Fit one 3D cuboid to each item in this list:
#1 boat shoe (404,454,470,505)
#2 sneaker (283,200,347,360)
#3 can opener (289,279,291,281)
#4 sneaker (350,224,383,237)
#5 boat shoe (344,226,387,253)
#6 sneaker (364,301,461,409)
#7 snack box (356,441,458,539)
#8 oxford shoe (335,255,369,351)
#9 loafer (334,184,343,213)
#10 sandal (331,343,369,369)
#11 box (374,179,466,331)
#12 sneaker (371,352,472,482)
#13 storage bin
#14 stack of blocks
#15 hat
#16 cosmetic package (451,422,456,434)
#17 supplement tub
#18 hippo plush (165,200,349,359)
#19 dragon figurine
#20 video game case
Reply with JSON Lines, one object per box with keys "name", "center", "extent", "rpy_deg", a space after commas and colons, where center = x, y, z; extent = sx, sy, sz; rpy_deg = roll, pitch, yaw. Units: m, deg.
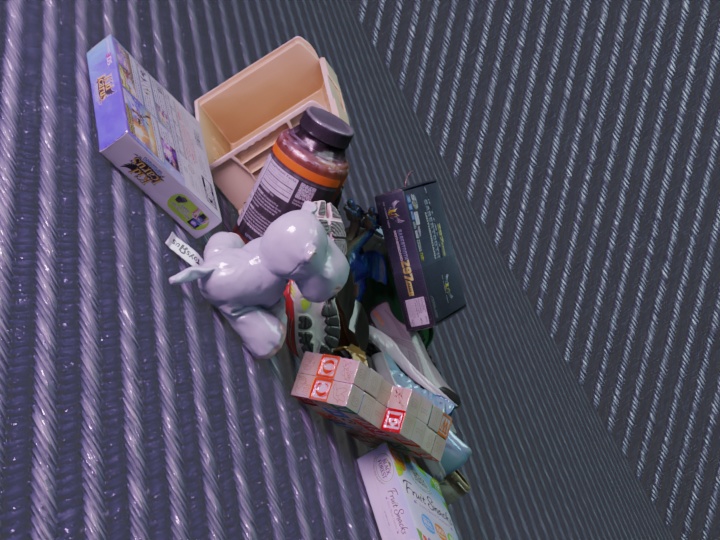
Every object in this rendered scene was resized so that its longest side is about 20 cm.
{"name": "boat shoe", "center": [0.092, 0.243, 1.764], "extent": [0.202, 0.062, 0.073], "rpy_deg": [63, 16, 23]}
{"name": "sneaker", "center": [-0.070, 0.012, 1.559], "extent": [0.076, 0.085, 0.203], "rpy_deg": [7, 86, -28]}
{"name": "can opener", "center": [-0.098, -0.043, 1.744], "extent": [0.200, 0.078, 0.063], "rpy_deg": [51, 2, 28]}
{"name": "sneaker", "center": [0.045, 0.007, 2.091], "extent": [0.204, 0.076, 0.146], "rpy_deg": [57, 11, -9]}
{"name": "boat shoe", "center": [0.050, -0.008, 2.014], "extent": [0.199, 0.075, 0.074], "rpy_deg": [30, -16, 24]}
{"name": "sneaker", "center": [0.078, 0.127, 1.793], "extent": [0.200, 0.080, 0.074], "rpy_deg": [45, -20, -11]}
{"name": "snack box", "center": [0.074, 0.330, 1.535], "extent": [0.142, 0.053, 0.201], "rpy_deg": [45, 18, -45]}
{"name": "oxford shoe", "center": [-0.044, 0.034, 1.658], "extent": [0.072, 0.070, 0.202], "rpy_deg": [-68, 153, -45]}
{"name": "loafer", "center": [-0.064, -0.083, 1.767], "extent": [0.070, 0.069, 0.201], "rpy_deg": [55, -24, 23]}
{"name": "sandal", "center": [-0.005, 0.141, 1.667], "extent": [0.201, 0.054, 0.082], "rpy_deg": [52, 16, -25]}
{"name": "box", "center": [0.091, -0.025, 1.805], "extent": [0.157, 0.050, 0.203], "rpy_deg": [-20, 98, -67]}
{"name": "sneaker", "center": [0.086, 0.192, 1.711], "extent": [0.202, 0.081, 0.074], "rpy_deg": [60, -10, 18]}
{"name": "storage bin", "center": [-0.123, -0.207, 1.723], "extent": [0.094, 0.197, 0.201], "rpy_deg": [52, 14, -33]}
{"name": "stack of blocks", "center": [0.017, 0.171, 1.535], "extent": [0.200, 0.114, 0.059], "rpy_deg": [40, 63, -49]}
{"name": "hat", "center": [0.060, -0.004, 1.844], "extent": [0.200, 0.177, 0.165], "rpy_deg": [45, 37, 21]}
{"name": "cosmetic package", "center": [0.075, 0.169, 1.896], "extent": [0.082, 0.050, 0.202], "rpy_deg": [29, 32, -61]}
{"name": "supplement tub", "center": [-0.082, -0.109, 1.606], "extent": [0.106, 0.202, 0.107], "rpy_deg": [25, 20, -10]}
{"name": "hippo plush", "center": [-0.105, -0.018, 1.442], "extent": [0.200, 0.160, 0.160], "rpy_deg": [47, 17, -36]}
{"name": "dragon figurine", "center": [0.000, 0.000, 1.774], "extent": [0.058, 0.099, 0.202], "rpy_deg": [19, -47, 44]}
{"name": "video game case", "center": [-0.251, -0.162, 1.493], "extent": [0.181, 0.045, 0.201], "rpy_deg": [47, 17, -43]}
